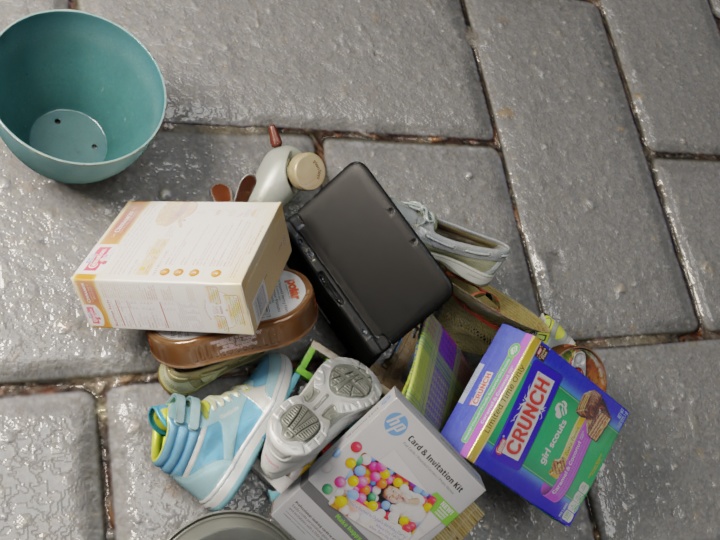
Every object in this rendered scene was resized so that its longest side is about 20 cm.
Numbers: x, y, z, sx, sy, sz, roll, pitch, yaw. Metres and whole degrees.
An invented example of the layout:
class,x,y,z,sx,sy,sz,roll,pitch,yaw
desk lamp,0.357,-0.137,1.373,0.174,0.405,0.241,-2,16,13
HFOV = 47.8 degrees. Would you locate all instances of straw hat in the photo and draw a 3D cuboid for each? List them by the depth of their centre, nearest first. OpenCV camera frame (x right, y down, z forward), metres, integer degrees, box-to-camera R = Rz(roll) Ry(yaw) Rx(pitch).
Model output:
class,x,y,z,sx,sy,sz,roll,pitch,yaw
straw hat,0.154,0.067,1.119,0.199,0.201,0.086,28,101,-13

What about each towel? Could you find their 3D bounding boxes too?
class,x,y,z,sx,sy,sz,roll,pitch,yaw
towel,0.100,0.157,1.034,0.200,0.022,0.146,52,46,-49

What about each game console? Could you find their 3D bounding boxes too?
class,x,y,z,sx,sy,sz,roll,pitch,yaw
game console,0.000,0.000,1.014,0.116,0.176,0.201,-33,81,-16

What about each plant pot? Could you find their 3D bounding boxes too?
class,x,y,z,sx,sy,sz,roll,pitch,yaw
plant pot,-0.342,-0.185,0.971,0.197,0.135,0.204,10,65,-21

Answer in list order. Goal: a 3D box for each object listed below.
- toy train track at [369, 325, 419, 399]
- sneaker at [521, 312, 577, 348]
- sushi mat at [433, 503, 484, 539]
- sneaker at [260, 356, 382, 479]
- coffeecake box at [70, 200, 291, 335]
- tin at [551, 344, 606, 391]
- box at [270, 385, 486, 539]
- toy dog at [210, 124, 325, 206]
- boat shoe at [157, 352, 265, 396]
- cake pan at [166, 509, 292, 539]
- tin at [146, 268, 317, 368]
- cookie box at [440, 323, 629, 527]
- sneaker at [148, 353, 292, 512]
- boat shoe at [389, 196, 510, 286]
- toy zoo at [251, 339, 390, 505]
class,x,y,z,sx,sy,sz,roll,pitch,yaw
toy train track,0.061,0.114,1.097,0.114,0.033,0.201,35,57,-8
sneaker,0.221,0.124,1.155,0.198,0.076,0.077,-18,65,-38
sushi mat,0.059,0.264,0.994,0.095,0.012,0.201,-41,103,-1
sneaker,-0.053,0.173,0.955,0.078,0.100,0.199,46,39,15
coffeecake box,-0.196,-0.008,0.917,0.196,0.074,0.155,2,38,14
tin,0.275,0.201,1.112,0.110,0.042,0.204,9,92,-30
box,0.020,0.258,0.931,0.200,0.041,0.156,-43,100,6
toy dog,-0.137,-0.113,1.056,0.097,0.131,0.200,58,45,-19
boat shoe,-0.155,0.080,0.989,0.199,0.063,0.074,-30,83,-32
cake pan,-0.139,0.363,0.869,0.197,0.037,0.204,5,78,-24
tin,-0.147,0.052,0.935,0.196,0.042,0.113,-13,40,-8
cookie box,0.220,0.195,1.024,0.199,0.075,0.173,36,81,-25
sneaker,-0.166,0.157,0.937,0.130,0.079,0.202,36,57,-15
boat shoe,0.108,-0.049,1.088,0.200,0.065,0.075,29,24,-17
toy zoo,-0.054,0.205,0.996,0.130,0.020,0.202,32,68,-8
